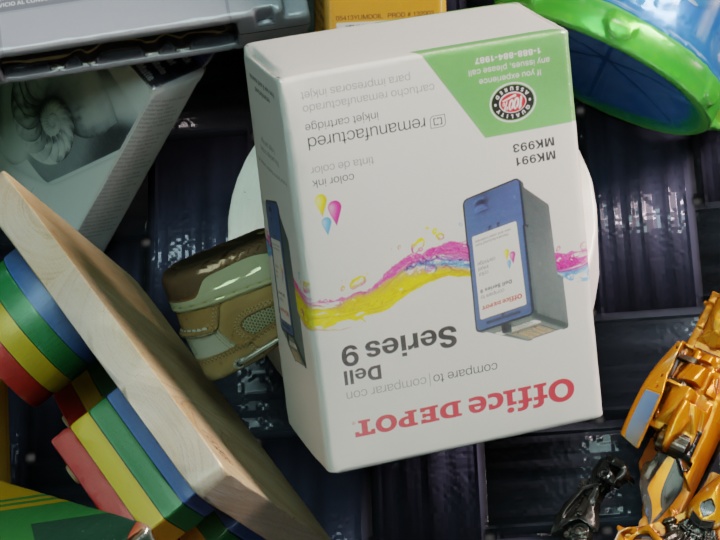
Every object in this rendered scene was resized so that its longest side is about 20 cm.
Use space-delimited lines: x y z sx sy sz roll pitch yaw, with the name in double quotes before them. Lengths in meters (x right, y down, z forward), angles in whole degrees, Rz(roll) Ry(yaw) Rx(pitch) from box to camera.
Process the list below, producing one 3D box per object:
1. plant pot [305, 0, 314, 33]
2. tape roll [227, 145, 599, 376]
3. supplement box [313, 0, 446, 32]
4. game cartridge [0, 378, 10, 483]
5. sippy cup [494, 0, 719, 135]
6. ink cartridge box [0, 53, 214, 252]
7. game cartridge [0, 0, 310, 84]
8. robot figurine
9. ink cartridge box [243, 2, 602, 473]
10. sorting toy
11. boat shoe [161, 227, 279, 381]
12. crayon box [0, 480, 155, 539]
"plant pot" -0.012 -0.211 1.358 0.200 0.134 0.200 -3 68 6
"tape roll" 0.031 -0.014 1.305 0.202 0.071 0.202 -3 67 6
"supplement box" 0.008 -0.179 1.214 0.069 0.067 0.200 -2 107 -7
"game cartridge" -0.282 0.113 1.255 0.200 0.032 0.176 4 110 7
"sippy cup" 0.158 -0.162 1.306 0.140 0.178 0.130 23 80 28
"ink cartridge box" -0.177 -0.134 1.329 0.200 0.041 0.200 47 124 22
"game cartridge" -0.134 -0.169 1.251 0.200 0.040 0.133 -8 67 -4
"robot figurine" 0.185 0.115 1.238 0.145 0.058 0.200 22 71 16
"ink cartridge box" 0.031 -0.017 1.161 0.145 0.088 0.200 -10 109 -12
"sorting toy" -0.120 0.070 1.222 0.070 0.200 0.199 -39 68 1
"boat shoe" 0.000 0.000 1.237 0.200 0.072 0.076 -21 99 -8
"crayon box" -0.153 0.172 1.175 0.051 0.127 0.200 -36 27 -31
